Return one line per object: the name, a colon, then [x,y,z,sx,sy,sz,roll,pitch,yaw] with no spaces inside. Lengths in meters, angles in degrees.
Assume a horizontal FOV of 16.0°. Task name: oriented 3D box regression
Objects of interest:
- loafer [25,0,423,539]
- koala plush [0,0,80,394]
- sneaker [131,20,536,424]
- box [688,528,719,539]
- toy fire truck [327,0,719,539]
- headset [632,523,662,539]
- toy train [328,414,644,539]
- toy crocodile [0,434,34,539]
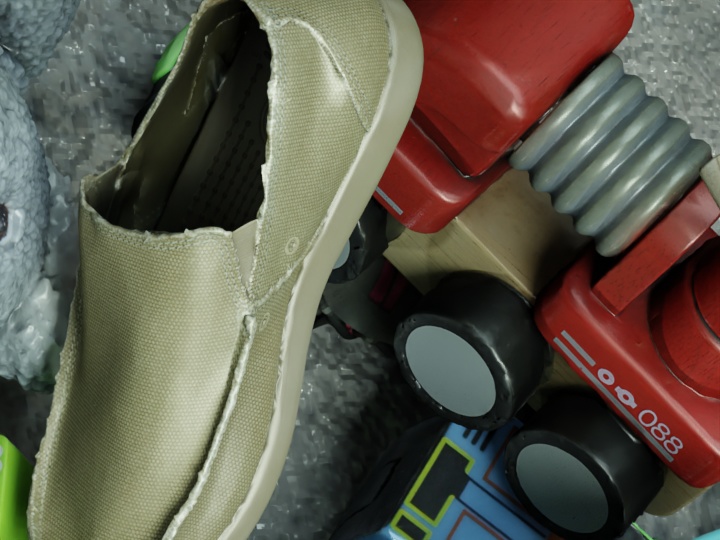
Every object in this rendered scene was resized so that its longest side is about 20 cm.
loafer: [-0.051,0.004,0.716,0.067,0.076,0.200,19,91,-49]
koala plush: [-0.138,-0.056,0.752,0.177,0.184,0.200,-3,92,-28]
sneaker: [0.000,0.000,0.863,0.200,0.077,0.084,44,58,2]
box: [0.030,0.133,0.710,0.200,0.082,0.049,-18,68,-24]
toy fire truck: [0.071,-0.023,0.740,0.176,0.200,0.129,46,54,2]
headset: [0.135,0.018,0.926,0.123,0.094,0.200,27,62,-23]
toy train: [0.022,0.139,0.803,0.114,0.087,0.200,37,54,-4]
toy crocodile: [-0.115,0.138,0.722,0.068,0.062,0.200,54,31,-57]
